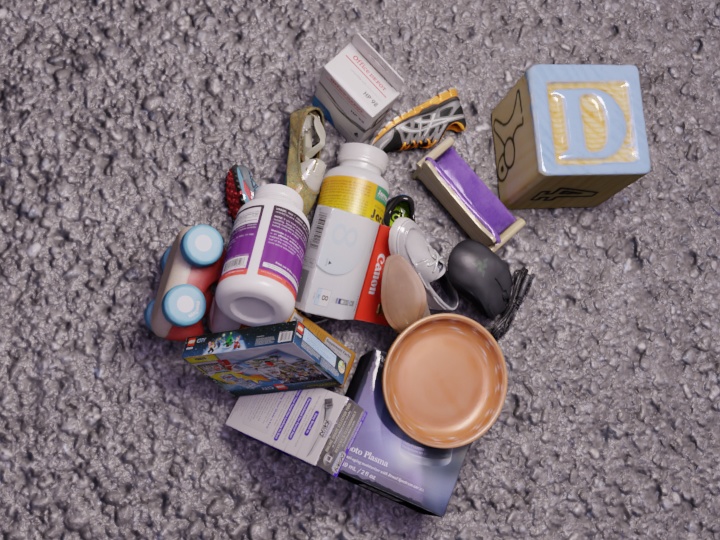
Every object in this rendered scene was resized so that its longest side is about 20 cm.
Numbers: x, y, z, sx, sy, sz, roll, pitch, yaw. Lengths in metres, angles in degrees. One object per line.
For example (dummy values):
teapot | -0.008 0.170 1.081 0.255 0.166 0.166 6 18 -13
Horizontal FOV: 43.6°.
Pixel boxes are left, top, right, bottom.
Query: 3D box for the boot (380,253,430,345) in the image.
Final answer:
boot | 0.082 0.069 1.446 0.070 0.146 0.200 -12 92 9

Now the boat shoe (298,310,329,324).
boat shoe | -0.083 0.058 1.459 0.200 0.068 0.072 -8 80 -12

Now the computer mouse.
computer mouse | 0.219 0.019 1.481 0.200 0.053 0.139 37 75 -39

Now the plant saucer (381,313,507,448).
plant saucer | 0.124 0.165 1.356 0.200 0.037 0.201 1 87 -17

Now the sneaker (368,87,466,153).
sneaker | 0.100 -0.242 1.556 0.200 0.078 0.077 -31 94 -14

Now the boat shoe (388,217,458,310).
boat shoe | 0.107 -0.004 1.450 0.072 0.068 0.200 -49 134 -29

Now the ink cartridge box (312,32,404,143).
ink cartridge box | -0.008 -0.291 1.478 0.067 0.200 0.116 -43 89 -15

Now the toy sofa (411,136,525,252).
toy sofa | 0.185 -0.127 1.535 0.083 0.098 0.200 -40 87 -15

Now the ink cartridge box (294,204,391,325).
ink cartridge box | 0.000 0.000 1.391 0.200 0.047 0.160 14 91 -37

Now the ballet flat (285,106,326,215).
ballet flat | -0.086 -0.186 1.490 0.071 0.071 0.200 4 65 -10

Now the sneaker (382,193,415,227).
sneaker | 0.051 -0.035 1.497 0.071 0.083 0.200 13 77 -8

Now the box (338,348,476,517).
box | 0.063 0.255 1.419 0.200 0.123 0.199 24 74 -6

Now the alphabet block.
alphabet block | 0.350 -0.223 1.533 0.196 0.200 0.196 0 79 -11

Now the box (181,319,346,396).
box | -0.140 0.132 1.316 0.200 0.137 0.038 -10 54 29

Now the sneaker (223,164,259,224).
sneaker | -0.155 -0.086 1.484 0.095 0.079 0.200 -23 88 -32

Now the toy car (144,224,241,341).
toy car | -0.209 0.040 1.392 0.200 0.184 0.177 20 74 -19

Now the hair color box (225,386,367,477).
hair color box | -0.099 0.224 1.363 0.065 0.200 0.109 43 69 -45

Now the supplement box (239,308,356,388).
supplement box | -0.093 0.113 1.391 0.200 0.066 0.069 44 64 -43

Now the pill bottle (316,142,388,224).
pill bottle | -0.015 -0.102 1.483 0.113 0.113 0.200 15 75 -7

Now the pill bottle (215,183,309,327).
pill bottle | -0.136 -0.025 1.302 0.112 0.113 0.200 15 54 -7
